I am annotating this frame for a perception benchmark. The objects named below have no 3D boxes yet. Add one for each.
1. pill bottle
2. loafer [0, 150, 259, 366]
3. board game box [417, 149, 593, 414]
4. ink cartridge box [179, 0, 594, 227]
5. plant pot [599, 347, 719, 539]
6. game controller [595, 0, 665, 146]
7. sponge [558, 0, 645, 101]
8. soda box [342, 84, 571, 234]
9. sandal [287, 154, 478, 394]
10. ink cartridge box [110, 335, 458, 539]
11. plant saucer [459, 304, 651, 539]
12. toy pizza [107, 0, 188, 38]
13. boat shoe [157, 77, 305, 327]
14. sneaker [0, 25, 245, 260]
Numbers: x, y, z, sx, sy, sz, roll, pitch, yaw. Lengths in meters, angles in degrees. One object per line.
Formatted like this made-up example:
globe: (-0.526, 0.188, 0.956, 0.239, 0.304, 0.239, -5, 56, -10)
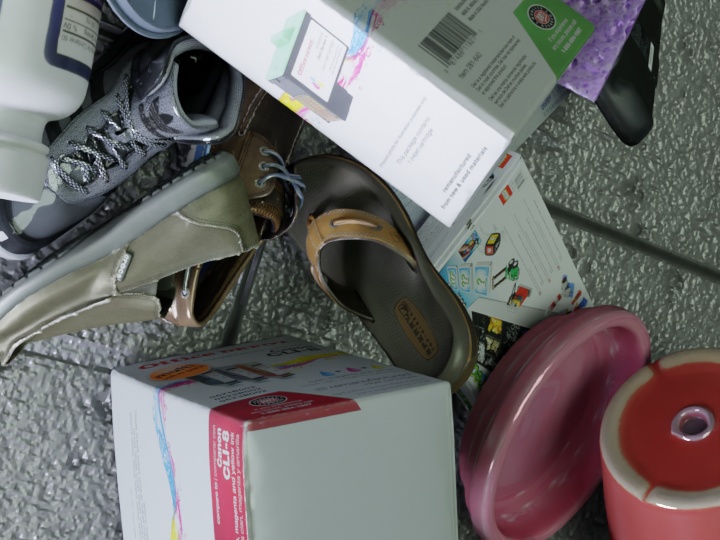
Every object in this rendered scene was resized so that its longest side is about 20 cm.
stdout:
pill bottle: (-0.206, -0.145, 0.830, 0.119, 0.119, 0.201, 12, 87, -33)
loafer: (-0.145, 0.007, 0.882, 0.199, 0.075, 0.070, -31, 99, 13)
board game box: (0.096, 0.017, 1.057, 0.126, 0.035, 0.200, -51, 142, -13)
ink cartridge box: (0.017, -0.144, 0.863, 0.200, 0.084, 0.145, 37, 43, 2)
plant pot: (0.269, 0.166, 1.116, 0.200, 0.200, 0.178, -46, 135, -18)
game controller: (0.186, -0.178, 1.070, 0.105, 0.042, 0.200, 60, 30, -32)
sponge: (0.086, -0.201, 0.931, 0.199, 0.030, 0.112, 27, 113, 2)
soda box: (0.073, -0.108, 1.047, 0.200, 0.068, 0.064, -45, 119, -18)
sandal: (0.000, 0.000, 0.950, 0.054, 0.200, 0.082, 1, 138, -47)
ink cartridge box: (-0.053, 0.133, 0.931, 0.145, 0.200, 0.146, -9, 100, -31)
plant saucer: (0.139, 0.112, 1.100, 0.200, 0.051, 0.201, -32, 137, -35)
toy pizza: (-0.114, -0.232, 0.826, 0.200, 0.032, 0.201, 9, 90, -72)
boat shoe: (-0.073, -0.052, 0.951, 0.072, 0.072, 0.201, 29, 89, -53)
sneaker: (-0.145, -0.084, 0.888, 0.200, 0.114, 0.076, -49, 119, -16)
